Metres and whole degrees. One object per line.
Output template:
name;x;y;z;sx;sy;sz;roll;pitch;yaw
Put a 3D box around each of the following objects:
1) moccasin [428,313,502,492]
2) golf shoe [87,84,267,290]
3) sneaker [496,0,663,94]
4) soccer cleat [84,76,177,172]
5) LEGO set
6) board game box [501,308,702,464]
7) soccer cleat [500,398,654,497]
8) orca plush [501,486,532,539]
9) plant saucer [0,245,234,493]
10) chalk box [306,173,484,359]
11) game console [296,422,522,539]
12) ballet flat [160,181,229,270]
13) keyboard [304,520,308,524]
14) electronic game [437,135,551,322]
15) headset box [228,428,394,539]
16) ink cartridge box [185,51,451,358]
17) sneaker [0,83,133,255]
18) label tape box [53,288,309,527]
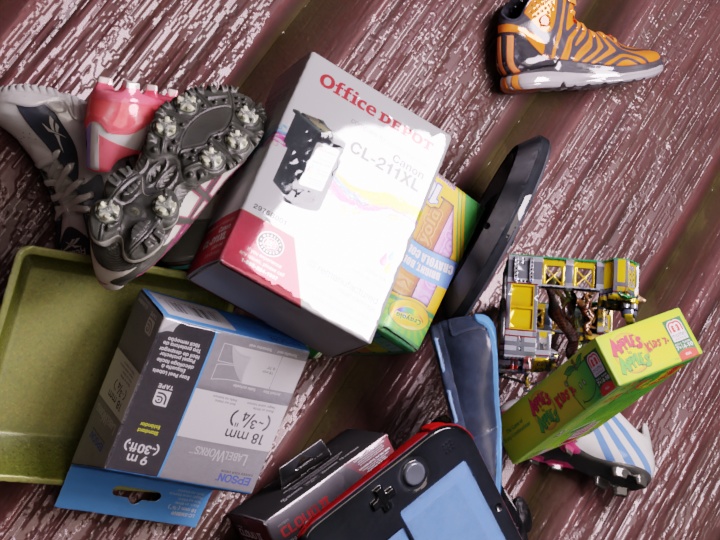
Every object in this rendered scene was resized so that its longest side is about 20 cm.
moccasin;0.093;0.140;1.359;0.068;0.080;0.202;-3;93;3
golf shoe;-0.149;-0.070;1.180;0.077;0.088;0.200;36;56;5
sneaker;0.227;-0.244;1.539;0.199;0.077;0.113;-7;92;-31
soccer cleat;-0.154;-0.112;1.249;0.199;0.066;0.077;4;101;-58
LEGO set;0.188;0.067;1.423;0.152;0.200;0.117;7;71;-7
board game box;0.212;0.108;1.373;0.101;0.200;0.048;-17;72;-31
soccer cleat;0.217;0.161;1.529;0.199;0.070;0.087;27;52;-25
orca plush;0.139;0.237;1.465;0.104;0.071;0.202;-9;92;-31
plant saucer;-0.221;0.078;1.234;0.199;0.048;0.201;10;106;-35
chalk box;0.000;0.000;1.363;0.124;0.125;0.201;34;72;-24
game console;0.054;0.247;1.275;0.176;0.031;0.201;-37;114;-24
ballet flat;-0.113;-0.055;1.299;0.200;0.067;0.064;-29;113;-57
keyboard;0.038;0.231;1.352;0.199;0.011;0.057;-9;93;-33
electronic game;0.125;-0.035;1.403;0.041;0.200;0.201;27;72;-3
headset box;-0.015;0.252;1.368;0.148;0.077;0.201;-31;105;-29
ink cartridge box;-0.032;-0.053;1.228;0.145;0.083;0.201;29;68;-17
sneaker;-0.237;-0.058;1.246;0.199;0.079;0.130;36;61;-35
label tape box;-0.146;0.130;1.234;0.143;0.063;0.201;15;103;-35
